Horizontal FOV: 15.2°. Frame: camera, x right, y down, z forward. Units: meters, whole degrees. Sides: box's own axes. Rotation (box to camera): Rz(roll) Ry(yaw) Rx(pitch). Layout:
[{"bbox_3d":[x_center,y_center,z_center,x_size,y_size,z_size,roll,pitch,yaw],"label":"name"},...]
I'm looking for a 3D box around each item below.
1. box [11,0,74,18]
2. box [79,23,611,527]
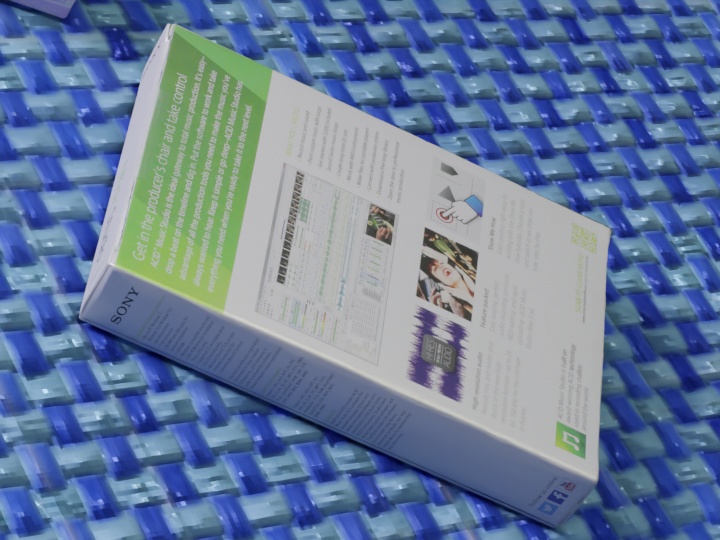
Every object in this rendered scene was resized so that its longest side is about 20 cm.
[{"bbox_3d":[-0.195,-0.150,1.023,0.199,0.041,0.039,18,42,-22],"label":"box"},{"bbox_3d":[0.000,0.000,1.019,0.200,0.036,0.145,26,40,-14],"label":"box"}]
